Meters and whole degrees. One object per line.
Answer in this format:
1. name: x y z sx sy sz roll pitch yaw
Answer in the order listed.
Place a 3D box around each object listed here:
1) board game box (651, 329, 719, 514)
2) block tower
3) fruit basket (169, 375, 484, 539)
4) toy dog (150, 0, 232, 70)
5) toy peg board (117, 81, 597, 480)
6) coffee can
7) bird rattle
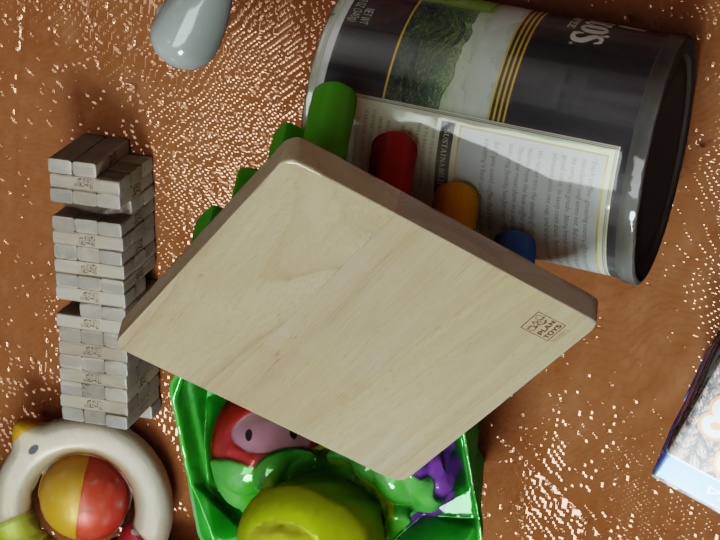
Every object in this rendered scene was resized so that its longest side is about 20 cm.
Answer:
1. board game box: 0.267 0.032 1.125 0.097 0.159 0.200 29 119 7
2. block tower: -0.173 0.013 1.342 0.054 0.058 0.200 7 114 18
3. fruit basket: -0.026 0.139 1.256 0.215 0.216 0.156 -2 110 21
4. toy dog: -0.084 -0.231 1.185 0.200 0.096 0.132 -47 132 1
5. toy peg board: 0.000 0.000 1.118 0.199 0.098 0.200 27 137 -19
6. coffee can: 0.082 -0.083 1.155 0.200 0.146 0.147 13 115 16
7. bird rattle: -0.195 0.187 1.400 0.200 0.113 0.163 10 97 14
